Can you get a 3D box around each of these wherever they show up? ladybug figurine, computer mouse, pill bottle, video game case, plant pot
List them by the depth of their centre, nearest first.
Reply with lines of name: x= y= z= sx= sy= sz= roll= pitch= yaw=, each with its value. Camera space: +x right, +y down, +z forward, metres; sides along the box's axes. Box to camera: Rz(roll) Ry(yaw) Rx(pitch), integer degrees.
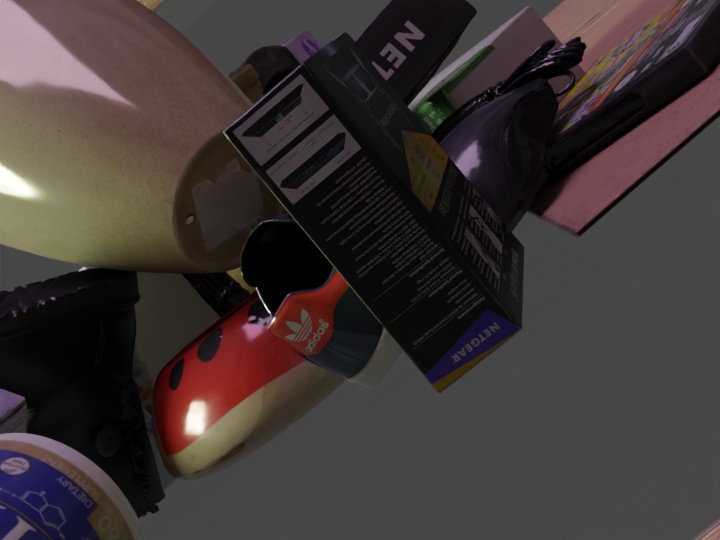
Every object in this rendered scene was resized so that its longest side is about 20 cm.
pill bottle: x=-0.196 y=0.175 z=0.872 sx=0.120 sy=0.120 sz=0.200 roll=-36 pitch=7 yaw=36
ladybug figurine: x=-0.064 y=0.059 z=1.145 sx=0.200 sy=0.072 sz=0.136 roll=-36 pitch=7 yaw=39
plant pot: x=-0.141 y=-0.073 z=1.158 sx=0.200 sy=0.188 sz=0.187 roll=26 pitch=59 yaw=40
computer mouse: x=0.073 y=-0.076 z=1.172 sx=0.138 sy=0.053 sz=0.200 roll=-40 pitch=18 yaw=31
video game case: x=0.187 y=-0.133 z=1.210 sx=0.181 sy=0.026 sz=0.200 roll=-36 pitch=8 yaw=42
computer mouse: x=-0.111 y=0.033 z=1.427 sx=0.053 sy=0.138 sz=0.200 roll=-48 pitch=-4 yaw=-7

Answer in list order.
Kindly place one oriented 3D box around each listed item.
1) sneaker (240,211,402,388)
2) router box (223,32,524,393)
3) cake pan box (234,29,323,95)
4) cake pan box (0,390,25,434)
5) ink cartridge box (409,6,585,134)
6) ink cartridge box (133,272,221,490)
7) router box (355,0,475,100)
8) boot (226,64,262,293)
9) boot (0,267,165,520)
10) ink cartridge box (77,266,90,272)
sneaker: x=-0.028 y=-0.018 z=1.043 sx=0.075 sy=0.084 sz=0.200 roll=-59 pitch=24 yaw=23
router box: x=0.014 y=-0.037 z=0.929 sx=0.052 sy=0.157 sz=0.200 roll=-39 pitch=5 yaw=11
cake pan box: x=-0.039 y=-0.105 z=1.629 sx=0.052 sy=0.200 sz=0.184 roll=-40 pitch=2 yaw=32
cake pan box: x=-0.258 y=0.182 z=1.005 sx=0.200 sy=0.052 sz=0.185 roll=-44 pitch=-33 yaw=-49
ink cartridge box: x=0.067 y=-0.105 z=1.495 sx=0.200 sy=0.084 sz=0.145 roll=-34 pitch=9 yaw=49
ink cartridge box: x=-0.188 y=0.097 z=1.312 sx=0.200 sy=0.145 sz=0.145 roll=-41 pitch=5 yaw=-19
router box: x=-0.012 y=-0.104 z=1.298 sx=0.200 sy=0.052 sz=0.157 roll=-50 pitch=1 yaw=-12
boot: x=-0.082 y=-0.054 z=1.511 sx=0.066 sy=0.200 sz=0.175 roll=-44 pitch=9 yaw=-39
boot: x=-0.198 y=0.096 z=1.131 sx=0.076 sy=0.169 sz=0.200 roll=0 pitch=10 yaw=35
ink cartridge box: x=-0.231 y=0.112 z=1.448 sx=0.200 sy=0.173 sz=0.044 roll=-42 pitch=-38 yaw=-17
